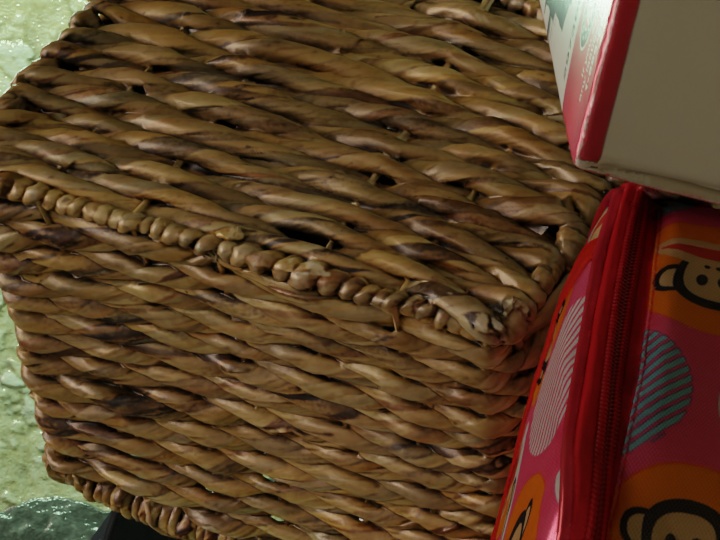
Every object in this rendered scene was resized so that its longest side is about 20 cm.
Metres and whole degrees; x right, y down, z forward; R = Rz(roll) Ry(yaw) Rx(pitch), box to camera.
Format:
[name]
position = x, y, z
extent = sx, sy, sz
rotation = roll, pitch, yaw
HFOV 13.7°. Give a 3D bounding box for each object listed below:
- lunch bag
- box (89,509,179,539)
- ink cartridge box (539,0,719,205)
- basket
[lunch bag]
position = 0.072, 0.081, 0.761
extent = 0.176, 0.082, 0.200
rotation = -75, -2, -49
[box]
position = -0.080, 0.205, 1.039
extent = 0.148, 0.107, 0.201
rotation = 129, 159, -62
[ink cartridge box]
position = 0.103, -0.112, 0.785
extent = 0.200, 0.084, 0.145
rotation = -89, 12, -72
[basket]
position = 0.000, 0.000, 0.919
extent = 0.143, 0.199, 0.149
rotation = -54, -33, -36
